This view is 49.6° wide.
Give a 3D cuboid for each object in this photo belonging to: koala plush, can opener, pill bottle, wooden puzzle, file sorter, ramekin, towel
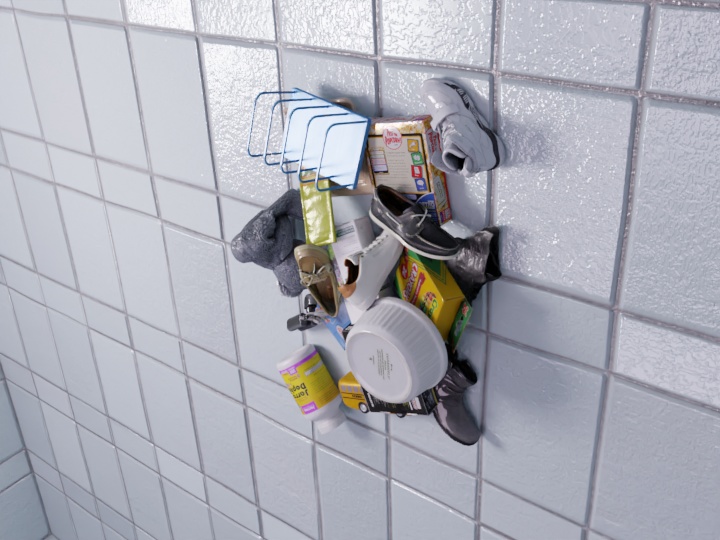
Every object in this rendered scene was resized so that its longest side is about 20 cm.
[{"bbox_3d":[-0.168,-0.034,1.709,0.177,0.184,0.201,-28,107,44],"label":"koala plush"},{"bbox_3d":[-0.121,0.102,1.780,0.200,0.052,0.067,143,126,-65],"label":"can opener"},{"bbox_3d":[-0.112,0.286,1.869,0.104,0.104,0.202,-26,95,46],"label":"pill bottle"},{"bbox_3d":[-0.059,-0.245,1.583,0.183,0.037,0.202,1,118,41],"label":"wooden puzzle"},{"bbox_3d":[-0.103,-0.248,1.480,0.199,0.122,0.140,28,118,30],"label":"file sorter"},{"bbox_3d":[0.059,0.159,1.485,0.201,0.094,0.205,24,131,30],"label":"ramekin"},{"bbox_3d":[-0.091,-0.149,1.572,0.085,0.018,0.203,-13,83,45],"label":"towel"}]

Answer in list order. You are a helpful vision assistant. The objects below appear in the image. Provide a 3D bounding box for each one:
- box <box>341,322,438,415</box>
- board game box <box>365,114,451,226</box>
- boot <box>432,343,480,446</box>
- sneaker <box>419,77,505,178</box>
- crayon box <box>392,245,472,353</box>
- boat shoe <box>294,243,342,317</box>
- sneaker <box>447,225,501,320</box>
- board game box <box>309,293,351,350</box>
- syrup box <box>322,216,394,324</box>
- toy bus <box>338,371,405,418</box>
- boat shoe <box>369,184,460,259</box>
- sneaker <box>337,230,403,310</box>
[{"bbox_3d":[0.060,0.201,1.617,0.158,0.049,0.202,-6,111,39],"label":"box"},{"bbox_3d":[0.086,-0.188,1.473,0.150,0.046,0.203,7,118,39],"label":"board game box"},{"bbox_3d":[0.200,0.259,1.609,0.200,0.070,0.132,47,130,5],"label":"boot"},{"bbox_3d":[0.154,-0.242,1.334,0.201,0.115,0.075,51,135,7],"label":"sneaker"},{"bbox_3d":[0.134,0.047,1.491,0.128,0.050,0.201,105,147,-42],"label":"crayon box"},{"bbox_3d":[-0.080,0.020,1.611,0.072,0.063,0.201,-12,142,18],"label":"boat shoe"},{"bbox_3d":[0.216,0.010,1.459,0.103,0.060,0.203,15,119,41],"label":"sneaker"},{"bbox_3d":[-0.022,0.069,1.718,0.152,0.036,0.200,53,135,6],"label":"board game box"},{"bbox_3d":[0.000,0.000,1.596,0.078,0.081,0.203,-17,91,25],"label":"syrup box"},{"bbox_3d":[0.047,0.275,1.752,0.198,0.065,0.079,-3,110,43],"label":"toy bus"},{"bbox_3d":[0.099,-0.087,1.433,0.199,0.072,0.068,36,138,23],"label":"boat shoe"},{"bbox_3d":[0.022,-0.028,1.509,0.084,0.202,0.073,36,155,-19],"label":"sneaker"}]
